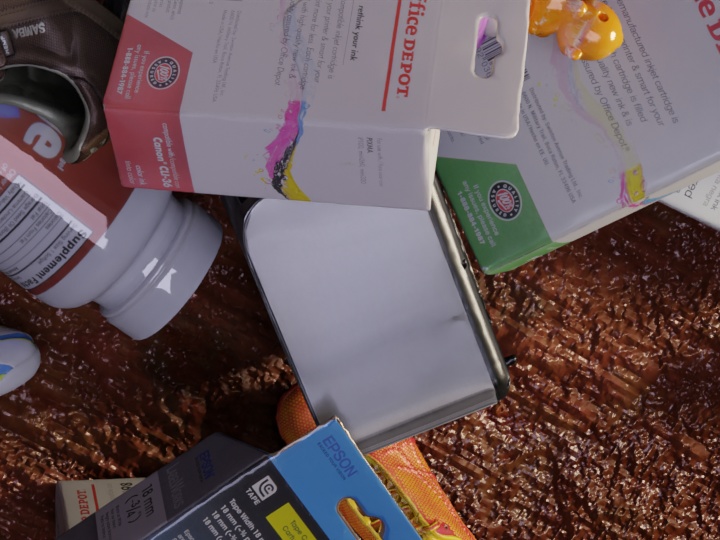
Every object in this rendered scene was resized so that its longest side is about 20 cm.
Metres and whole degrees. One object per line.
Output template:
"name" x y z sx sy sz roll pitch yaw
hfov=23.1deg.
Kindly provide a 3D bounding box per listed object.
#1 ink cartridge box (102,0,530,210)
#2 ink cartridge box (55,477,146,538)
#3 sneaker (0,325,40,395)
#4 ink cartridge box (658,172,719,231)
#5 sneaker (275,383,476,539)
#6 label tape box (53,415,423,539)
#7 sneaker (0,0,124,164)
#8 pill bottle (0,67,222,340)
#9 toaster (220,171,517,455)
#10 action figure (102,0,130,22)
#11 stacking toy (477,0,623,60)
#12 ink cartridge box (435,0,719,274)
"ink cartridge box" -0.017 -0.097 0.877 0.198 0.117 0.068 5 146 7
"ink cartridge box" -0.123 0.178 1.068 0.198 0.116 0.067 -1 108 -14
"sneaker" -0.283 0.021 1.006 0.198 0.076 0.106 0 106 -12
"ink cartridge box" 0.268 -0.084 1.100 0.198 0.083 0.148 23 99 -19
"sneaker" 0.023 0.146 1.112 0.073 0.077 0.200 -42 101 3
"label tape box" -0.065 0.172 0.978 0.199 0.063 0.145 -33 115 2
"sneaker" -0.199 -0.129 0.882 0.199 0.070 0.076 30 56 -20
"pill bottle" -0.178 -0.052 0.989 0.200 0.112 0.112 38 95 -21
"toaster" 0.000 0.000 1.012 0.118 0.181 0.202 -23 108 -3
"action figure" -0.105 -0.201 0.963 0.101 0.119 0.201 27 104 -24
"stacking toy" 0.049 -0.162 0.944 0.198 0.117 0.110 25 144 5
"ink cartridge box" 0.136 -0.105 1.005 0.199 0.087 0.147 -27 84 17
